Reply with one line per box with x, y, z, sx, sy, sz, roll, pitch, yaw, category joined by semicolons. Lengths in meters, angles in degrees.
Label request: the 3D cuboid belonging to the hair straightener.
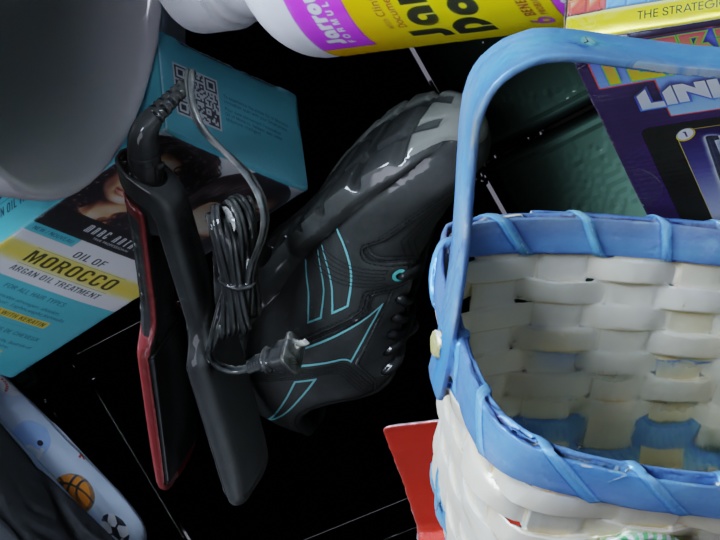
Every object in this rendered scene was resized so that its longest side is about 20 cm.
-0.052;0.012;0.807;0.076;0.041;0.202;12;126;19;hair straightener

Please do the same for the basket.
0.105;0.021;0.623;0.174;0.140;0.202;1;120;-11;basket

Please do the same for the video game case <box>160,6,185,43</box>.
-0.155;-0.172;0.866;0.181;0.023;0.202;14;118;22;video game case

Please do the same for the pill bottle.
0.020;-0.134;0.741;0.198;0.104;0.105;-4;110;29;pill bottle

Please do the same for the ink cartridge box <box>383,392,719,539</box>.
0.103;0.131;0.780;0.158;0.048;0.201;-6;135;12;ink cartridge box

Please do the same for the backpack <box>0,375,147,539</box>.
-0.209;0.147;0.960;0.200;0.154;0.191;46;117;10;backpack

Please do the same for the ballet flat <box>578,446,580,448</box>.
0.077;0.101;0.839;0.200;0.068;0.069;-48;59;36;ballet flat

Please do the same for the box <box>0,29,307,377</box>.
-0.120;-0.023;0.872;0.199;0.082;0.050;-31;54;35;box

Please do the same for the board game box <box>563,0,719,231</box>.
0.184;-0.057;0.658;0.198;0.057;0.166;-6;143;23;board game box

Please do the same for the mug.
-0.185;-0.084;0.766;0.174;0.147;0.202;8;101;23;mug

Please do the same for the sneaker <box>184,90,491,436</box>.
0.000;0.000;0.841;0.079;0.076;0.200;42;134;-6;sneaker
